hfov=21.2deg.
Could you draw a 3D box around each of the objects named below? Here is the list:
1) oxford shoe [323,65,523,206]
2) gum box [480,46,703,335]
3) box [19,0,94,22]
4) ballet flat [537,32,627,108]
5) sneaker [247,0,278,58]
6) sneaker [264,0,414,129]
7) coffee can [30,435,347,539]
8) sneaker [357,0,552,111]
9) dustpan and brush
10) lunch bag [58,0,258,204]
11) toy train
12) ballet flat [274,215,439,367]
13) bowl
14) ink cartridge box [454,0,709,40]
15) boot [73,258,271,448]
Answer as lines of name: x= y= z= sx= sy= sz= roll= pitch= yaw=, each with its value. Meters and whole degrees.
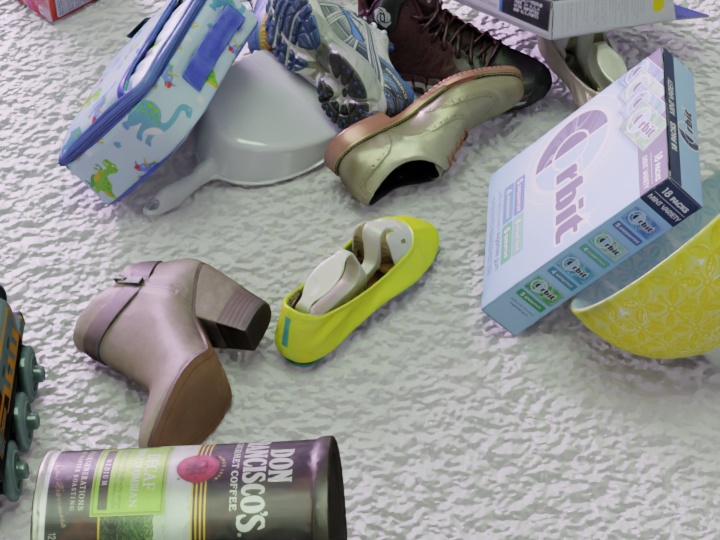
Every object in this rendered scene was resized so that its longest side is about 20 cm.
oxford shoe: x=0.069 y=-0.115 z=1.711 sx=0.199 sy=0.071 sz=0.074 roll=-28 pitch=64 yaw=-13
gum box: x=0.185 y=-0.064 z=1.556 sx=0.200 sy=0.044 sz=0.171 roll=-38 pitch=28 yaw=32
box: x=-0.311 y=-0.366 z=1.926 sx=0.099 sy=0.201 sz=0.095 roll=-34 pitch=50 yaw=-29
ballet flat: x=0.214 y=-0.193 z=1.773 sx=0.069 sy=0.070 sz=0.201 roll=-14 pitch=42 yaw=-9
sneaker: x=-0.080 y=-0.261 z=1.894 sx=0.087 sy=0.076 sz=0.201 roll=-5 pitch=36 yaw=26
sneaker: x=-0.019 y=-0.204 z=1.771 sx=0.085 sy=0.077 sz=0.201 roll=-7 pitch=54 yaw=-39
coffee can: x=-0.112 y=0.192 z=1.314 sx=0.198 sy=0.147 sz=0.147 roll=-3 pitch=41 yaw=4
sneaker: x=0.079 y=-0.218 z=1.777 sx=0.198 sy=0.116 sz=0.076 roll=12 pitch=44 yaw=19
dustpan and brush: x=-0.118 y=-0.110 z=1.736 sx=0.139 sy=0.058 sz=0.199 roll=38 pitch=50 yaw=26
lunch bag: x=-0.178 y=-0.166 z=1.717 sx=0.160 sy=0.082 sz=0.201 roll=-34 pitch=22 yaw=41
toy train: x=-0.293 y=0.094 z=1.469 sx=0.084 sy=0.115 sz=0.201 roll=-3 pitch=41 yaw=2
ballet flat: x=0.000 y=0.000 z=1.578 sx=0.066 sy=0.068 sz=0.200 roll=23 pitch=49 yaw=30
bowl: x=0.272 y=0.008 z=1.490 sx=0.108 sy=0.200 sz=0.200 roll=49 pitch=55 yaw=-4
ink cartridge box: x=0.192 y=-0.269 z=1.809 sx=0.198 sy=0.048 sz=0.197 roll=-14 pitch=27 yaw=-33
boot: x=-0.167 y=0.067 z=1.531 sx=0.145 sy=0.071 sz=0.200 roll=11 pitch=43 yaw=27
